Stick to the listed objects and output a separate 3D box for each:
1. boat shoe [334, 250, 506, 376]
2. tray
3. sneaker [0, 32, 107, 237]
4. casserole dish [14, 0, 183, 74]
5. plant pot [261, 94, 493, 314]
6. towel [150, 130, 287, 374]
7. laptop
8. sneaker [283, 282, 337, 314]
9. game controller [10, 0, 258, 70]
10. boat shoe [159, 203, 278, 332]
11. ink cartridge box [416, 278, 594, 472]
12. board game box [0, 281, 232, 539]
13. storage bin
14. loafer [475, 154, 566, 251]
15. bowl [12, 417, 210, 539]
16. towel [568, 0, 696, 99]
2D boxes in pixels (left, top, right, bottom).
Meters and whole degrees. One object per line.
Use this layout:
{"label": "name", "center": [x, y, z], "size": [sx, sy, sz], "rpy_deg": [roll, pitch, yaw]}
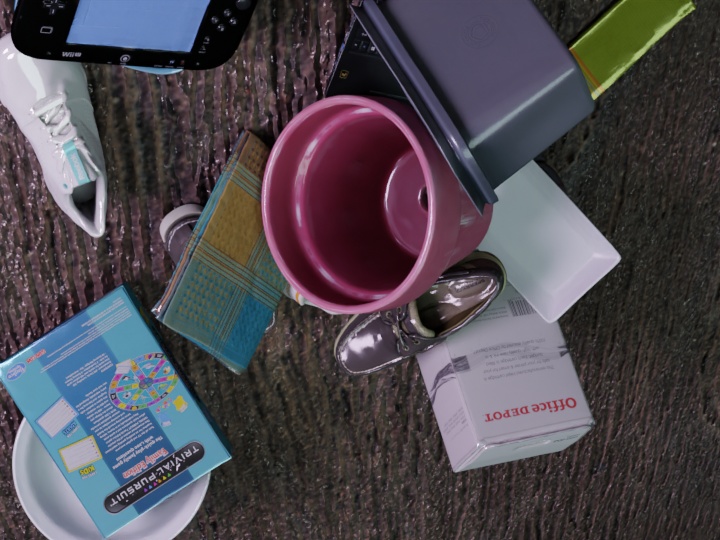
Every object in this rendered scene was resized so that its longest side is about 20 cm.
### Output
{"label": "boat shoe", "center": [0.057, 0.045, 1.442], "size": [0.199, 0.074, 0.065], "rpy_deg": [-34, -177, 9]}
{"label": "tray", "center": [0.171, -0.051, 1.508], "size": [0.107, 0.200, 0.022], "rpy_deg": [-43, -178, 10]}
{"label": "sneaker", "center": [-0.251, -0.113, 1.213], "size": [0.075, 0.089, 0.201], "rpy_deg": [-24, 138, -8]}
{"label": "casserole dish", "center": [-0.196, -0.233, 1.171], "size": [0.199, 0.039, 0.122], "rpy_deg": [11, 123, -39]}
{"label": "plant pot", "center": [0.033, -0.064, 1.374], "size": [0.178, 0.200, 0.201], "rpy_deg": [-5, 136, -56]}
{"label": "towel", "center": [-0.114, -0.015, 1.374], "size": [0.147, 0.022, 0.202], "rpy_deg": [41, 68, -50]}
{"label": "laptop", "center": [0.091, -0.219, 1.318], "size": [0.176, 0.103, 0.201], "rpy_deg": [6, 117, -36]}
{"label": "sneaker", "center": [0.000, 0.000, 1.496], "size": [0.198, 0.080, 0.079], "rpy_deg": [-10, 134, -28]}
{"label": "game controller", "center": [-0.179, -0.208, 1.145], "size": [0.198, 0.042, 0.105], "rpy_deg": [-1, 129, -32]}
{"label": "boat shoe", "center": [-0.135, 0.015, 1.434], "size": [0.071, 0.061, 0.201], "rpy_deg": [-35, 139, 2]}
{"label": "ink cartridge box", "center": [0.144, 0.099, 1.520], "size": [0.144, 0.202, 0.085], "rpy_deg": [-8, 155, -23]}
{"label": "board game box", "center": [-0.241, 0.137, 1.403], "size": [0.150, 0.047, 0.201], "rpy_deg": [-32, 97, -1]}
{"label": "storage bin", "center": [0.104, -0.168, 1.217], "size": [0.134, 0.201, 0.146], "rpy_deg": [-32, 150, 6]}
{"label": "loafer", "center": [0.142, -0.038, 1.551], "size": [0.200, 0.063, 0.072], "rpy_deg": [-50, 157, 16]}
{"label": "bowl", "center": [-0.254, 0.189, 1.475], "size": [0.199, 0.090, 0.204], "rpy_deg": [-1, 95, -6]}
{"label": "towel", "center": [0.258, -0.228, 1.485], "size": [0.200, 0.018, 0.086], "rpy_deg": [-43, 139, 11]}
